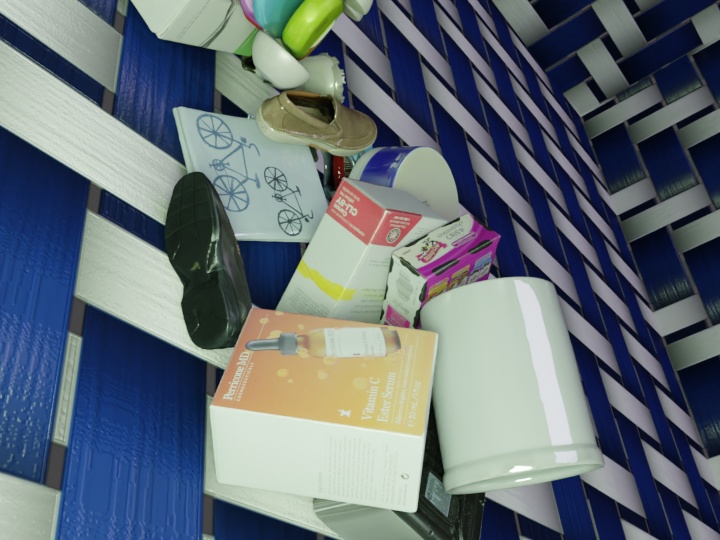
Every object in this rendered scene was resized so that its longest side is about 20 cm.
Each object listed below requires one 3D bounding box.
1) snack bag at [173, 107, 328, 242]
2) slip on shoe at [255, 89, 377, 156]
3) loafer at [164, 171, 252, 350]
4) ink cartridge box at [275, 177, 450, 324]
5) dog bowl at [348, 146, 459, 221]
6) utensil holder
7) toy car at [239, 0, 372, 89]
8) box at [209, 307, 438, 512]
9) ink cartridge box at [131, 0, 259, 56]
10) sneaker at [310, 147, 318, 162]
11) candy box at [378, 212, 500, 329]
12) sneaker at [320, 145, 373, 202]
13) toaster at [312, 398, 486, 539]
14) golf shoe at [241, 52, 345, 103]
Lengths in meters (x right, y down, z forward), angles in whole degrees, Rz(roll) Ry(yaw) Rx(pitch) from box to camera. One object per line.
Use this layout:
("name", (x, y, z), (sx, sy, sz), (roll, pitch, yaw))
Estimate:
("snack bag", (-0.127, -0.117, 1.022), (0.199, 0.021, 0.189), (0, 62, -41))
("slip on shoe", (-0.045, -0.203, 1.082), (0.199, 0.061, 0.076), (3, 59, -42))
("loafer", (-0.162, -0.009, 0.887), (0.072, 0.072, 0.201), (19, 58, -63))
("ink cartridge box", (0.000, 0.000, 0.995), (0.083, 0.201, 0.145), (38, 19, 30))
("dog bowl", (0.062, -0.076, 1.158), (0.200, 0.079, 0.201), (-5, 96, -54))
("utensil holder", (0.158, 0.127, 0.885), (0.170, 0.169, 0.201), (22, 54, -52))
("toy car", (-0.086, -0.333, 1.028), (0.150, 0.175, 0.200), (42, 5, -12))
("box", (-0.031, 0.134, 0.808), (0.153, 0.199, 0.107), (-76, 171, -54))
("ink cartridge box", (-0.220, -0.379, 1.090), (0.146, 0.084, 0.200), (55, 25, 10))
("sneaker", (-0.093, -0.179, 1.144), (0.074, 0.088, 0.200), (47, 31, -29))
("candy box", (0.091, 0.041, 1.019), (0.136, 0.201, 0.061), (-28, 52, -34))
("sneaker", (-0.023, -0.101, 1.172), (0.095, 0.079, 0.201), (-26, 107, -60))
("toaster", (0.050, 0.233, 0.934), (0.200, 0.118, 0.181), (46, 38, -27))
("golf shoe", (-0.099, -0.278, 1.168), (0.097, 0.079, 0.200), (-15, 31, -31))
